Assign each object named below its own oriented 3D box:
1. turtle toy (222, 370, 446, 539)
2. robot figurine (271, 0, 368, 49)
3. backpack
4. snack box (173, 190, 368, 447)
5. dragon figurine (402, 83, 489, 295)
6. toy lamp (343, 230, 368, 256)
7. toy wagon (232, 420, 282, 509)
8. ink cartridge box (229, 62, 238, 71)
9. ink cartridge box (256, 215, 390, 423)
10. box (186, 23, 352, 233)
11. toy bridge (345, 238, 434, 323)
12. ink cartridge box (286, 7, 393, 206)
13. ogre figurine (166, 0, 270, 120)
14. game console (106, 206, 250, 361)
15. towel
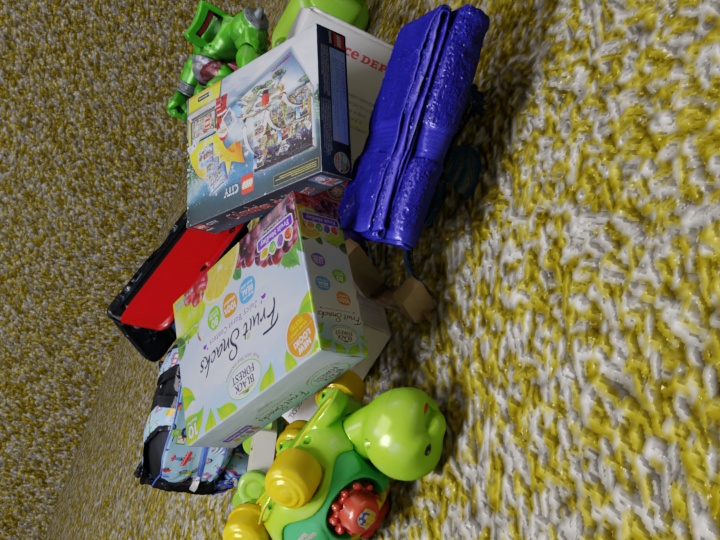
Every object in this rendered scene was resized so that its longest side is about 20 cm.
[{"bbox_3d":[-0.014,0.155,0.678,0.200,0.101,0.146,-53,2,34],"label":"turtle toy"},{"bbox_3d":[-0.063,-0.364,1.309,0.200,0.115,0.176,-41,25,55],"label":"robot figurine"},{"bbox_3d":[-0.180,0.164,1.015,0.200,0.134,0.184,125,156,-62],"label":"backpack"},{"bbox_3d":[-0.084,0.048,0.730,0.200,0.053,0.143,-39,53,39],"label":"snack box"},{"bbox_3d":[0.067,-0.086,0.771,0.099,0.059,0.201,-44,31,52],"label":"dragon figurine"},{"bbox_3d":[0.033,-0.102,0.865,0.201,0.058,0.058,-57,22,14],"label":"toy lamp"},{"bbox_3d":[-0.106,0.209,0.892,0.155,0.039,0.201,-134,54,-81],"label":"toy wagon"},{"bbox_3d":[-0.098,-0.218,1.136,0.145,0.199,0.084,-110,42,-62],"label":"ink cartridge box"},{"bbox_3d":[-0.061,0.049,0.876,0.129,0.125,0.200,-60,21,24],"label":"ink cartridge box"},{"bbox_3d":[-0.092,-0.125,0.810,0.199,0.038,0.137,-16,72,43],"label":"box"},{"bbox_3d":[0.000,0.000,0.807,0.027,0.067,0.200,-46,47,-10],"label":"toy bridge"},{"bbox_3d":[-0.040,-0.180,1.001,0.201,0.145,0.083,-64,19,11],"label":"ink cartridge box"},{"bbox_3d":[-0.152,-0.227,0.962,0.200,0.098,0.121,-170,94,-74],"label":"ogre figurine"},{"bbox_3d":[-0.164,0.005,0.943,0.200,0.118,0.173,-56,-27,-22],"label":"game console"},{"bbox_3d":[0.033,-0.121,0.731,0.148,0.049,0.201,18,89,68],"label":"towel"}]
